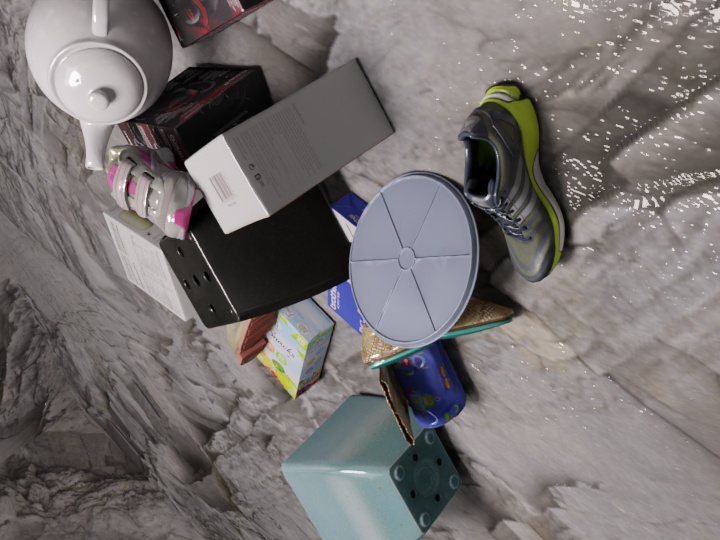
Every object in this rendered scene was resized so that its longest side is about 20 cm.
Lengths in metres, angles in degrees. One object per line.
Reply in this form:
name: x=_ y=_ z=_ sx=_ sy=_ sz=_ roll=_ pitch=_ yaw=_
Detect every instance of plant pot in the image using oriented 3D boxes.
plant pot: x=-0.151 y=-0.031 z=1.053 sx=0.198 sy=0.176 sz=0.203 roll=-14 pitch=106 yaw=58
plant pot: x=0.038 y=0.319 z=1.216 sx=0.198 sy=0.196 sz=0.198 roll=-18 pitch=106 yaw=48

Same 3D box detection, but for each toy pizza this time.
toy pizza: x=0.063 y=-0.012 z=0.913 sx=0.198 sy=0.031 sz=0.205 roll=-8 pitch=79 yaw=44

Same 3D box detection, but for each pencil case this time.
pencil case: x=0.080 y=0.113 z=1.047 sx=0.086 sy=0.078 sz=0.203 roll=-4 pitch=118 yaw=42

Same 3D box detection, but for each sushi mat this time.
sushi mat: x=0.046 y=0.156 z=1.079 sx=0.200 sy=0.012 sz=0.097 roll=-90 pitch=-23 yaw=-76

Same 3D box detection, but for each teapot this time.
teapot: x=-0.323 y=-0.259 z=0.975 sx=0.200 sy=0.195 sz=0.148 roll=48 pitch=-159 yaw=-46

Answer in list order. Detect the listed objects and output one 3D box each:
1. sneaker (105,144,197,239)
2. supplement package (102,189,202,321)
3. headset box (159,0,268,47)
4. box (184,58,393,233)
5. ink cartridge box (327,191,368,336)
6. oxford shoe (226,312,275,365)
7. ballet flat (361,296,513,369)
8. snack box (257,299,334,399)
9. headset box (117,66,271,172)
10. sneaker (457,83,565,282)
sneaker: x=-0.257 y=-0.097 z=0.945 sx=0.200 sy=0.087 sz=0.083 roll=38 pitch=117 yaw=52
supplement package: x=-0.324 y=-0.045 z=1.388 sx=0.198 sy=0.151 sz=0.153 roll=26 pitch=140 yaw=39
headset box: x=-0.177 y=-0.366 z=0.919 sx=0.198 sy=0.075 sz=0.151 roll=1 pitch=121 yaw=55
box: x=-0.081 y=-0.141 z=0.899 sx=0.124 sy=0.199 sz=0.099 roll=-13 pitch=111 yaw=58
ink cartridge box: x=0.000 y=0.000 z=1.080 sx=0.094 sy=0.044 sz=0.202 roll=39 pitch=147 yaw=28
oxford shoe: x=-0.191 y=0.089 z=1.287 sx=0.074 sy=0.070 sz=0.201 roll=51 pitch=148 yaw=13
ballet flat: x=0.084 y=0.060 z=0.940 sx=0.197 sy=0.070 sz=0.067 roll=-20 pitch=78 yaw=18
snack box: x=-0.135 y=0.102 z=1.351 sx=0.168 sy=0.067 sz=0.202 roll=44 pitch=146 yaw=19
headset box: x=-0.223 y=-0.210 z=1.079 sx=0.198 sy=0.149 sz=0.076 roll=16 pitch=141 yaw=46
sneaker: x=0.141 y=-0.073 z=0.770 sx=0.073 sy=0.081 sz=0.203 roll=8 pitch=126 yaw=51
